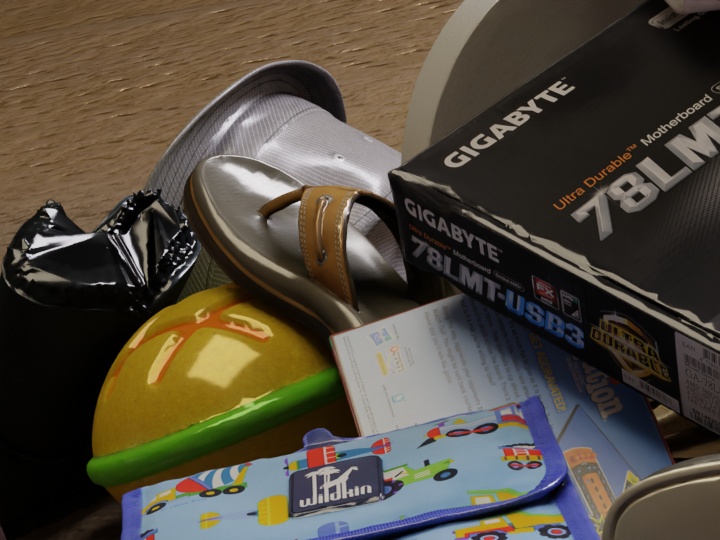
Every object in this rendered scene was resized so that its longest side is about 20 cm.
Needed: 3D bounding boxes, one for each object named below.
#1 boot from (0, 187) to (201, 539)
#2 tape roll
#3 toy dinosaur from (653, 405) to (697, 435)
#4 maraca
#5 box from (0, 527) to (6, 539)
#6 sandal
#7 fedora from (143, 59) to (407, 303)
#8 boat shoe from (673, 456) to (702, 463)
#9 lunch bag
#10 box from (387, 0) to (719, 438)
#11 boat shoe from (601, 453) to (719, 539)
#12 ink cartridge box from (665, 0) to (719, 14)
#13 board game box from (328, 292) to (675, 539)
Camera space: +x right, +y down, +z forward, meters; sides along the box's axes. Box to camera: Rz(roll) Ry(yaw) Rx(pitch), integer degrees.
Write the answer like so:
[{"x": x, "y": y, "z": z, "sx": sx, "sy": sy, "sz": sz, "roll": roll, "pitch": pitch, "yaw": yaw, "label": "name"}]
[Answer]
[{"x": -0.164, "y": 0.056, "z": 1.204, "sx": 0.200, "sy": 0.169, "sz": 0.076, "roll": -26, "pitch": 58, "yaw": -38, "label": "boot"}, {"x": 0.116, "y": -0.045, "z": 1.167, "sx": 0.202, "sy": 0.204, "sz": 0.037, "roll": -22, "pitch": 16, "yaw": -13, "label": "tape roll"}, {"x": 0.160, "y": 0.042, "z": 1.124, "sx": 0.200, "sy": 0.058, "sz": 0.101, "roll": -32, "pitch": 6, "yaw": -13, "label": "toy dinosaur"}, {"x": -0.051, "y": 0.059, "z": 1.185, "sx": 0.137, "sy": 0.107, "sz": 0.200, "roll": -19, "pitch": 2, "yaw": 0, "label": "maraca"}, {"x": -0.199, "y": 0.153, "z": 0.836, "sx": 0.165, "sy": 0.201, "sz": 0.164, "roll": -10, "pitch": 17, "yaw": 27, "label": "box"}, {"x": 0.000, "y": 0.000, "z": 1.112, "sx": 0.081, "sy": 0.055, "sz": 0.200, "roll": 7, "pitch": 25, "yaw": -35, "label": "sandal"}, {"x": -0.028, "y": -0.008, "z": 1.338, "sx": 0.090, "sy": 0.178, "sz": 0.200, "roll": 18, "pitch": 18, "yaw": 21, "label": "fedora"}, {"x": 0.071, "y": 0.088, "z": 1.009, "sx": 0.199, "sy": 0.065, "sz": 0.073, "roll": -11, "pitch": 16, "yaw": 23, "label": "boat shoe"}, {"x": 0.003, "y": 0.110, "z": 0.886, "sx": 0.150, "sy": 0.094, "sz": 0.200, "roll": -15, "pitch": 27, "yaw": 0, "label": "lunch bag"}, {"x": 0.148, "y": -0.031, "z": 0.988, "sx": 0.200, "sy": 0.050, "sz": 0.198, "roll": -33, "pitch": 45, "yaw": -28, "label": "box"}, {"x": 0.178, "y": 0.089, "z": 0.869, "sx": 0.199, "sy": 0.067, "sz": 0.057, "roll": 0, "pitch": 1, "yaw": 12, "label": "boat shoe"}, {"x": 0.188, "y": -0.173, "z": 1.067, "sx": 0.199, "sy": 0.084, "sz": 0.146, "roll": -8, "pitch": 32, "yaw": -18, "label": "ink cartridge box"}, {"x": 0.060, "y": 0.080, "z": 0.962, "sx": 0.103, "sy": 0.019, "sz": 0.200, "roll": -19, "pitch": 44, "yaw": 1, "label": "board game box"}]
